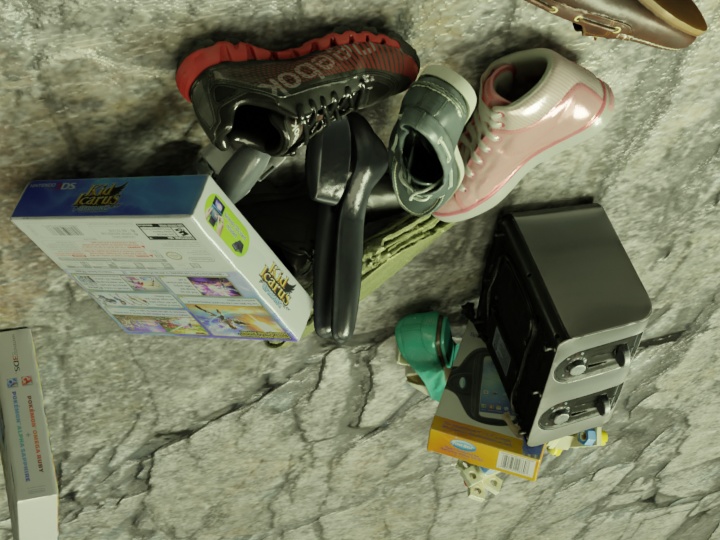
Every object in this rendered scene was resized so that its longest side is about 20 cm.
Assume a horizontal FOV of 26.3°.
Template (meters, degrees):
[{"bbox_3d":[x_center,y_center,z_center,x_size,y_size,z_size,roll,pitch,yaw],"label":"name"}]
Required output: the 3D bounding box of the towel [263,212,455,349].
[{"bbox_3d":[0.000,0.000,1.462,0.200,0.037,0.148,-41,172,39],"label":"towel"}]

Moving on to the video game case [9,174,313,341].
[{"bbox_3d":[-0.166,-0.009,1.304,0.198,0.046,0.182,1,145,33],"label":"video game case"}]

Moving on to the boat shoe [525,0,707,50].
[{"bbox_3d":[0.190,-0.219,1.219,0.199,0.071,0.070,22,127,-34],"label":"boat shoe"}]

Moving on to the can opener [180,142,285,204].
[{"bbox_3d":[-0.137,-0.064,1.303,0.200,0.053,0.067,-38,-175,40],"label":"can opener"}]

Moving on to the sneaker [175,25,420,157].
[{"bbox_3d":[-0.042,-0.137,1.218,0.198,0.099,0.071,-8,147,-16],"label":"sneaker"}]

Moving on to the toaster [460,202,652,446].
[{"bbox_3d":[0.195,0.047,1.551,0.117,0.201,0.182,-9,141,-15],"label":"toaster"}]

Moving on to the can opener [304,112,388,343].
[{"bbox_3d":[-0.020,-0.039,1.322,0.078,0.063,0.203,-2,104,-25],"label":"can opener"}]

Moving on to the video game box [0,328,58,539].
[{"bbox_3d":[-0.332,0.187,1.526,0.046,0.184,0.201,-9,150,-17],"label":"video game box"}]

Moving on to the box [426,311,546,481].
[{"bbox_3d":[0.153,0.121,1.631,0.118,0.201,0.042,15,138,9],"label":"box"}]

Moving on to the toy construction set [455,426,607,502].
[{"bbox_3d":[0.197,0.190,1.823,0.092,0.132,0.199,17,136,-42],"label":"toy construction set"}]

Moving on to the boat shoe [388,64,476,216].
[{"bbox_3d":[0.048,-0.093,1.285,0.072,0.062,0.200,30,155,8],"label":"boat shoe"}]

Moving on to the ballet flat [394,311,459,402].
[{"bbox_3d":[0.077,0.099,1.703,0.070,0.068,0.200,3,153,17],"label":"ballet flat"}]

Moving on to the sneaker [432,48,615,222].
[{"bbox_3d":[0.113,-0.124,1.339,0.199,0.076,0.104,-32,139,27],"label":"sneaker"}]

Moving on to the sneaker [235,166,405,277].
[{"bbox_3d":[-0.043,-0.039,1.382,0.198,0.092,0.076,-12,149,-8],"label":"sneaker"}]
